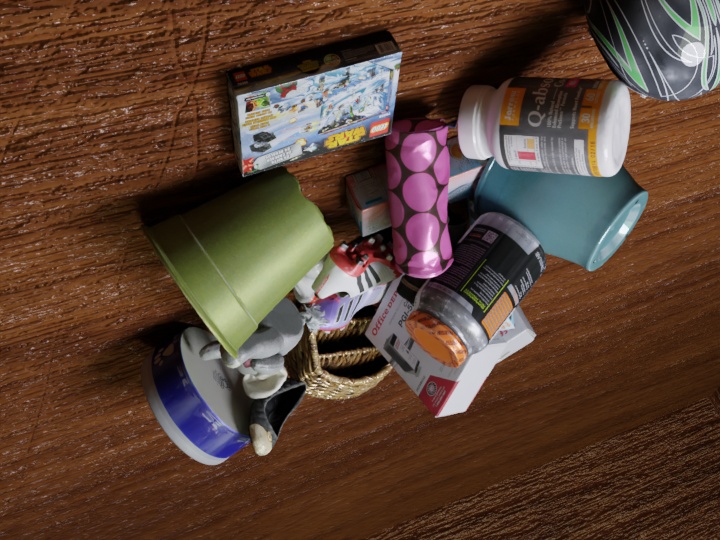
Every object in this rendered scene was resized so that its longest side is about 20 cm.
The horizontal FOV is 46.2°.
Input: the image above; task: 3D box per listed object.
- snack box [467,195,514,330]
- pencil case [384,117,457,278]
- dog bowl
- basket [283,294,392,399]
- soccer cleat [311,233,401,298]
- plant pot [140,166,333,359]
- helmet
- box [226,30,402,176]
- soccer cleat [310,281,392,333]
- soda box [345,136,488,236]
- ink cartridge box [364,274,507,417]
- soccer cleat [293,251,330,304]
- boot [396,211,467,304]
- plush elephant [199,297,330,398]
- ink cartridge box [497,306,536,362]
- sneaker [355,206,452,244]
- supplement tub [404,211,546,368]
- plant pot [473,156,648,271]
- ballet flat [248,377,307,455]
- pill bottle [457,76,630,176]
[{"bbox_3d":[0.206,-0.018,1.330,0.037,0.203,0.116,-10,158,19],"label":"snack box"},{"bbox_3d":[0.083,-0.097,1.107,0.093,0.089,0.203,-34,127,-57],"label":"pencil case"},{"bbox_3d":[-0.239,0.189,1.291,0.078,0.202,0.200,-34,152,11],"label":"dog bowl"},{"bbox_3d":[-0.019,0.124,1.433,0.198,0.144,0.149,-2,145,-39],"label":"basket"},{"bbox_3d":[0.000,0.000,1.192,0.085,0.069,0.199,-48,163,21],"label":"soccer cleat"},{"bbox_3d":[-0.138,-0.027,1.054,0.189,0.201,0.201,-35,153,-7],"label":"plant pot"},{"bbox_3d":[0.365,-0.303,0.988,0.197,0.192,0.201,-20,151,-11],"label":"helmet"},{"bbox_3d":[-0.053,-0.191,0.979,0.197,0.040,0.138,-18,150,-16],"label":"box"},{"bbox_3d":[-0.012,0.036,1.353,0.198,0.066,0.077,-22,135,-42],"label":"soccer cleat"},{"bbox_3d":[0.078,-0.121,1.189,0.197,0.064,0.069,-21,152,-11],"label":"soda box"},{"bbox_3d":[0.115,0.108,1.347,0.082,0.200,0.148,-1,128,-45],"label":"ink cartridge box"},{"bbox_3d":[-0.083,-0.006,1.255,0.070,0.077,0.200,-57,178,-18],"label":"soccer cleat"},{"bbox_3d":[0.140,-0.029,1.273,0.199,0.077,0.140,-24,139,-63],"label":"boot"},{"bbox_3d":[-0.163,0.098,1.240,0.198,0.167,0.155,8,141,-43],"label":"plush elephant"},{"bbox_3d":[0.184,0.061,1.431,0.144,0.202,0.087,-33,159,13],"label":"ink cartridge box"},{"bbox_3d":[0.063,-0.028,1.326,0.198,0.076,0.088,-28,158,2],"label":"sneaker"},{"bbox_3d":[0.157,0.028,1.171,0.200,0.122,0.123,-48,158,-18],"label":"supplement tub"},{"bbox_3d":[0.294,-0.107,1.198,0.199,0.187,0.201,-39,154,-24],"label":"plant pot"},{"bbox_3d":[-0.130,0.215,1.295,0.056,0.067,0.200,-12,-162,13],"label":"ballet flat"},{"bbox_3d":[0.230,-0.183,1.065,0.197,0.118,0.116,8,167,28],"label":"pill bottle"}]
